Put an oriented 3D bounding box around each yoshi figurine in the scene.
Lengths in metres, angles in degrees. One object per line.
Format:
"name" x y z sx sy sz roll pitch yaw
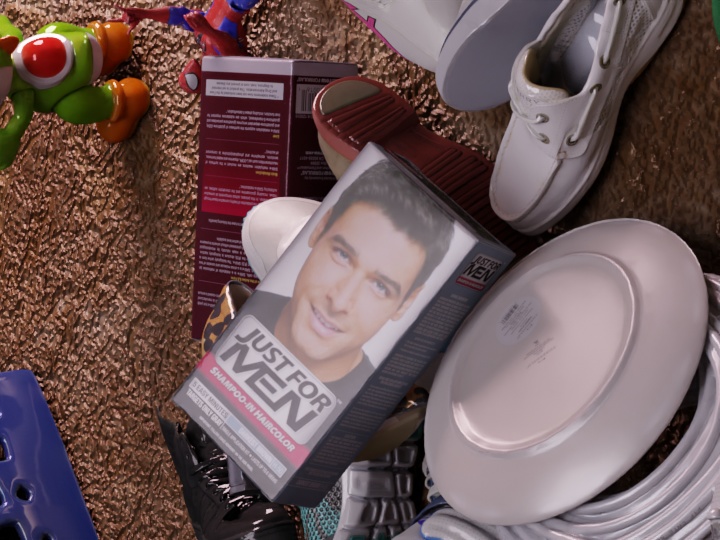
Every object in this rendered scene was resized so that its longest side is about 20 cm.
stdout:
"yoshi figurine" -0.265 -0.135 1.815 0.112 0.200 0.112 28 113 46

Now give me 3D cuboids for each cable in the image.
"cable" 0.163 0.096 1.356 0.200 0.069 0.200 -3 56 48

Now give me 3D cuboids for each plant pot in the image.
"plant pot" -0.343 0.214 1.938 0.200 0.180 0.200 -47 56 39

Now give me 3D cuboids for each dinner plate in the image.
"dinner plate" 0.108 0.051 1.380 0.200 0.024 0.200 -31 37 27

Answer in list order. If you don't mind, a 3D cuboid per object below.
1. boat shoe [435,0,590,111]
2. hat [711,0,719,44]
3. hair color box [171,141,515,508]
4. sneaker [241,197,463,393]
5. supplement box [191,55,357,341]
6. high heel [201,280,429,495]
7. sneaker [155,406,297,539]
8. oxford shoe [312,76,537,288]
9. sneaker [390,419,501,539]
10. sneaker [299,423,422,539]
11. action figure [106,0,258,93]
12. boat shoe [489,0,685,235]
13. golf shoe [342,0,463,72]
"boat shoe" 0.103 -0.187 1.481 0.200 0.071 0.070 -58 35 33
"hat" 0.201 -0.134 1.272 0.166 0.176 0.200 -10 83 50
"hair color box" -0.011 0.034 1.460 0.099 0.061 0.200 43 100 26
"sneaker" 0.000 0.000 1.550 0.200 0.077 0.081 31 160 32
"supplement box" -0.060 -0.046 1.681 0.109 0.061 0.200 9 98 50
"high heel" -0.032 0.055 1.553 0.200 0.071 0.143 -23 70 46
"sneaker" -0.097 0.143 1.702 0.200 0.060 0.104 171 86 -75
"oxford shoe" 0.045 -0.043 1.569 0.200 0.070 0.075 49 158 31
"sneaker" 0.060 0.137 1.476 0.200 0.146 0.081 51 128 34
"sneaker" -0.010 0.157 1.626 0.091 0.077 0.200 2 84 54
"action figure" -0.102 -0.204 1.702 0.065 0.099 0.200 54 132 35
"boat shoe" 0.118 -0.110 1.455 0.071 0.069 0.200 48 124 38
"golf shoe" 0.004 -0.193 1.576 0.200 0.092 0.073 51 127 34
